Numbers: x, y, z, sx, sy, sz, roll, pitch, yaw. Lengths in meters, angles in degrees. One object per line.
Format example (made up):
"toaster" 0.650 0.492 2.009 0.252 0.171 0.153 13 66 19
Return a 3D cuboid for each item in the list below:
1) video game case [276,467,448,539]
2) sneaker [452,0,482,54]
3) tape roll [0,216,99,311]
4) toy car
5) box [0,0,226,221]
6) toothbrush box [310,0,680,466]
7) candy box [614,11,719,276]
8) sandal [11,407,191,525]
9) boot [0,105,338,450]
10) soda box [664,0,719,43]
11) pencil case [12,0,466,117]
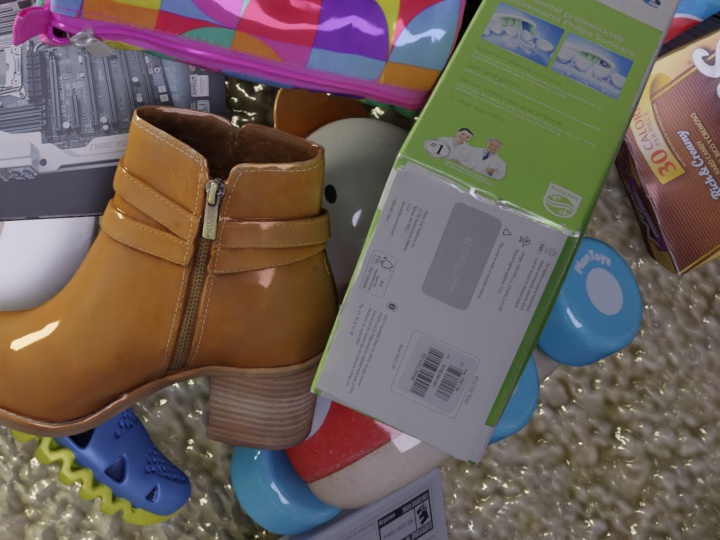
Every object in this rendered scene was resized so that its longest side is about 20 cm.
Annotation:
"video game case" -0.011 0.219 1.336 0.200 0.024 0.183 -24 112 -51
"sneaker" 0.052 -0.131 1.226 0.199 0.099 0.071 27 69 -11
"tape roll" -0.225 -0.038 1.233 0.201 0.037 0.204 -1 98 -6
"toy car" 0.000 0.000 1.268 0.177 0.184 0.201 -33 92 -43
"box" -0.143 -0.126 1.180 0.157 0.050 0.201 -3 103 -10
"toothbrush box" 0.063 -0.038 1.132 0.086 0.200 0.146 23 131 3
"candy box" 0.230 -0.094 1.365 0.199 0.056 0.117 -26 107 -4
"sandal" -0.153 0.049 1.309 0.087 0.079 0.200 -44 108 -3
"boot" -0.108 -0.003 1.165 0.199 0.074 0.156 5 121 1
"soda box" 0.138 -0.152 1.329 0.199 0.064 0.068 -30 106 -3
"pencil case" -0.053 -0.121 1.129 0.199 0.088 0.089 8 100 -11
